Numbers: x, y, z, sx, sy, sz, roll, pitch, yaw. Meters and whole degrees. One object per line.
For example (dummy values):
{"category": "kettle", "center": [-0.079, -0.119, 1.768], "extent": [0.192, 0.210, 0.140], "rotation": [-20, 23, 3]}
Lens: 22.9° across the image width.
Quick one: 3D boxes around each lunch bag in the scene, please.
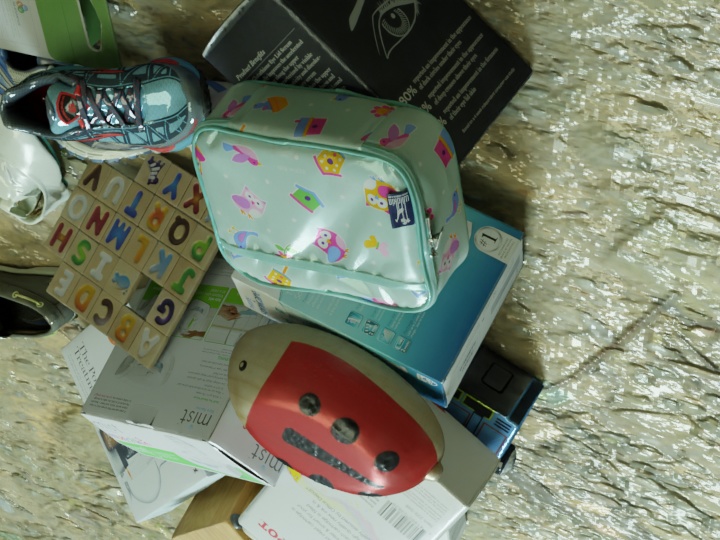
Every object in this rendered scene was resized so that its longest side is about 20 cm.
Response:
{"category": "lunch bag", "center": [-0.019, -0.049, 1.300], "extent": [0.200, 0.077, 0.161], "rotation": [13, 132, 27]}

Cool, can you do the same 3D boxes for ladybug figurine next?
{"category": "ladybug figurine", "center": [-0.025, 0.122, 1.443], "extent": [0.200, 0.072, 0.136], "rotation": [27, 133, 8]}

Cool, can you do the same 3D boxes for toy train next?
{"category": "toy train", "center": [0.062, 0.106, 1.599], "extent": [0.200, 0.087, 0.114], "rotation": [32, 129, 9]}

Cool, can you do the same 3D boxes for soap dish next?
{"category": "soap dish", "center": [-0.091, 0.291, 1.819], "extent": [0.081, 0.157, 0.200], "rotation": [-33, 105, 30]}

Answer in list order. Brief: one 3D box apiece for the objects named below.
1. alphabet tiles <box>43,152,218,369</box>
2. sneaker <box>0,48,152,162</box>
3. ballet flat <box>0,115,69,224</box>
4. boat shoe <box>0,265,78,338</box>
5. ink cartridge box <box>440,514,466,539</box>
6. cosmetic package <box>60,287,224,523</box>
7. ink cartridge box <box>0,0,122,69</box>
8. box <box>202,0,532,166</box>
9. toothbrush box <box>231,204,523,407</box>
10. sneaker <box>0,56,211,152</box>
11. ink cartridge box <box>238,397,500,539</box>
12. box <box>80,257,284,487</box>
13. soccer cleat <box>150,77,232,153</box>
{"category": "alphabet tiles", "center": [-0.211, -0.026, 1.627], "extent": [0.200, 0.167, 0.008], "rotation": [32, -176, 39]}
{"category": "sneaker", "center": [-0.258, -0.162, 1.594], "extent": [0.200, 0.077, 0.085], "rotation": [21, 131, 18]}
{"category": "ballet flat", "center": [-0.312, -0.085, 1.640], "extent": [0.069, 0.069, 0.200], "rotation": [32, 168, 7]}
{"category": "boat shoe", "center": [-0.374, 0.037, 1.856], "extent": [0.201, 0.060, 0.072], "rotation": [-3, 124, 37]}
{"category": "ink cartridge box", "center": [0.000, 0.187, 1.704], "extent": [0.200, 0.045, 0.176], "rotation": [20, 152, 19]}
{"category": "cosmetic package", "center": [-0.212, 0.135, 1.780], "extent": [0.151, 0.052, 0.200], "rotation": [-36, 76, 45]}
{"category": "ink cartridge box", "center": [-0.283, -0.245, 1.547], "extent": [0.200, 0.059, 0.104], "rotation": [15, 134, 24]}
{"category": "box", "center": [0.007, -0.159, 1.355], "extent": [0.200, 0.148, 0.104], "rotation": [45, 139, -5]}
{"category": "toothbrush box", "center": [0.016, 0.000, 1.472], "extent": [0.200, 0.147, 0.085], "rotation": [26, 165, 12]}
{"category": "sneaker", "center": [-0.216, -0.131, 1.472], "extent": [0.200, 0.095, 0.079], "rotation": [0, 101, 33]}
{"category": "ink cartridge box", "center": [0.005, 0.195, 1.573], "extent": [0.148, 0.086, 0.200], "rotation": [41, 129, 2]}
{"category": "box", "center": [-0.131, 0.085, 1.598], "extent": [0.200, 0.177, 0.097], "rotation": [5, 153, 47]}
{"category": "soccer cleat", "center": [-0.095, -0.126, 1.500], "extent": [0.200, 0.086, 0.070], "rotation": [-1, 125, 35]}
